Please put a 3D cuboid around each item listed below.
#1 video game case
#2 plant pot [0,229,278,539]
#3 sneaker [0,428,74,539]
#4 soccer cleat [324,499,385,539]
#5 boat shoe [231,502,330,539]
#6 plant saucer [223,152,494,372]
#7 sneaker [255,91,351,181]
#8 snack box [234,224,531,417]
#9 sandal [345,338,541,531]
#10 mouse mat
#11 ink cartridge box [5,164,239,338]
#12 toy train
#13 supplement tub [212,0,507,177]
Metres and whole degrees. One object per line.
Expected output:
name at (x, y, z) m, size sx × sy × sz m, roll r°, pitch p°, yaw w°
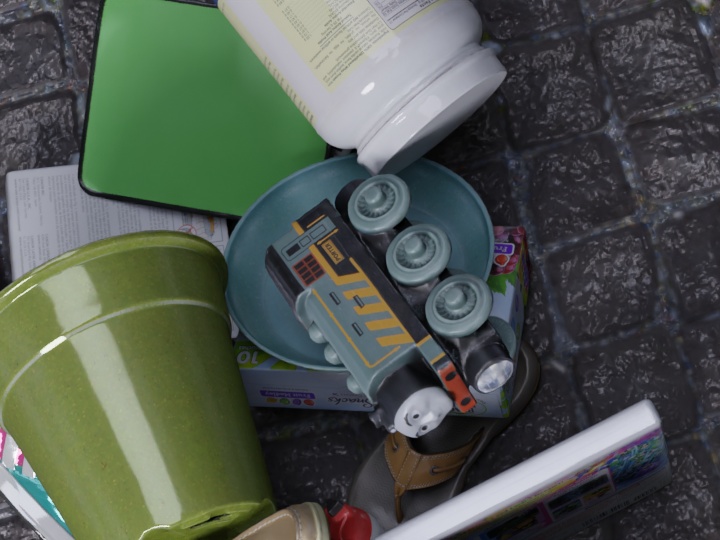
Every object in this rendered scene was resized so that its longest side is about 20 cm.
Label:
video game case at (0.115, 0.160, 1.309) m, size 0.199 × 0.182 × 0.024 m, roll -27°, pitch 69°, yaw 2°
plant pot at (-0.144, 0.110, 1.292) m, size 0.199 × 0.200 × 0.191 m, roll -28°, pitch 65°, yaw 1°
sneaker at (-0.240, 0.105, 1.443) m, size 0.121 × 0.084 × 0.200 m, roll -43°, pitch 95°, yaw -8°
soccer cleat at (-0.058, 0.214, 1.386) m, size 0.199 × 0.085 × 0.069 m, roll -18°, pitch 44°, yaw 34°
boat shoe at (-0.094, 0.213, 1.230) m, size 0.200 × 0.065 × 0.072 m, roll -45°, pitch 38°, yaw 29°
plant saucer at (0.000, 0.000, 1.396) m, size 0.198 × 0.036 × 0.201 m, roll -7°, pitch 49°, yaw 8°
sneaker at (-0.015, -0.139, 1.508) m, size 0.075 × 0.081 × 0.201 m, roll 34°, pitch 100°, yaw 9°
snack box at (0.017, 0.033, 1.423) m, size 0.198 × 0.053 × 0.143 m, roll 1°, pitch 52°, yaw 15°
sandal at (0.057, 0.125, 1.404) m, size 0.082 × 0.055 × 0.200 m, roll 39°, pitch 83°, yaw 22°
mouse mat at (-0.115, -0.123, 1.486) m, size 0.198 × 0.008 × 0.162 m, roll 10°, pitch 96°, yaw 11°
ink cartridge box at (-0.172, -0.005, 1.517) m, size 0.198 × 0.057 × 0.164 m, roll -5°, pitch 68°, yaw -10°
toy train at (0.020, 0.023, 1.301) m, size 0.114 × 0.085 × 0.200 m, roll -36°, pitch 53°, yaw -1°
supplement tub at (-0.004, -0.179, 1.386) m, size 0.145 × 0.145 × 0.200 m, roll -38°, pitch 84°, yaw -3°
